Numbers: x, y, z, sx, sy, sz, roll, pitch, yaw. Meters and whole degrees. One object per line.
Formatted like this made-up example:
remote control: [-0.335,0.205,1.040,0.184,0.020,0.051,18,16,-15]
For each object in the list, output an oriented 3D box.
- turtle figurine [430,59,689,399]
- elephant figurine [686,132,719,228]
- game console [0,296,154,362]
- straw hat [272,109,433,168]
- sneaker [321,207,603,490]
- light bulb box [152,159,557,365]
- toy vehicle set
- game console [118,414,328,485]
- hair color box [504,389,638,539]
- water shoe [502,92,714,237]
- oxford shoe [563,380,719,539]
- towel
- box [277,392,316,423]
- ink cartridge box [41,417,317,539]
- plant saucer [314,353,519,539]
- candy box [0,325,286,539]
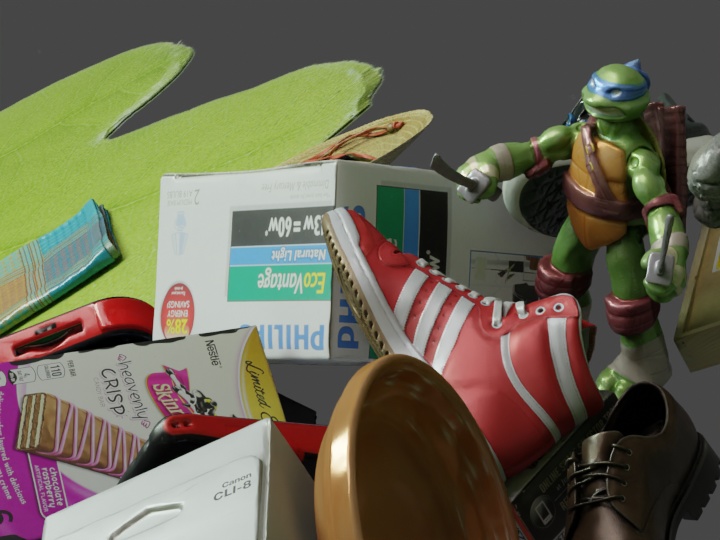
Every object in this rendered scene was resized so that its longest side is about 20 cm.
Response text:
turtle figurine: [0.121,-0.011,1.483,0.143,0.195,0.200,2,34,10]
elephant figurine: [0.292,-0.017,1.434,0.200,0.141,0.156,46,116,30]
game console: [-0.209,0.098,1.768,0.199,0.177,0.031,-20,55,8]
straw hat: [-0.011,-0.045,1.934,0.200,0.086,0.201,-23,12,5]
sneaker: [0.063,0.025,1.467,0.112,0.071,0.201,-30,64,-5]
light bulb box: [0.000,0.000,1.653,0.199,0.126,0.198,4,-4,-39]
toy vehicle set: [0.270,-0.020,1.595,0.124,0.027,0.200,-19,26,28]
game console: [-0.083,0.159,1.426,0.200,0.176,0.031,-56,41,29]
hair color box: [0.070,0.118,1.526,0.101,0.061,0.199,-44,25,-25]
water shoe: [0.149,-0.072,1.627,0.199,0.079,0.072,-4,-42,-46]
oxford shoe: [0.132,0.136,1.381,0.072,0.085,0.200,-15,29,31]
towel: [-0.308,0.012,2.282,0.199,0.022,0.147,-32,22,0]
box: [-0.149,0.122,1.678,0.199,0.141,0.079,-14,58,36]
ink cartridge box: [-0.062,0.211,1.308,0.145,0.201,0.145,-25,28,15]
plant saucer: [0.029,0.144,1.315,0.037,0.201,0.201,-17,26,23]
candy box: [-0.142,0.113,1.496,0.198,0.061,0.137,-8,49,-15]
